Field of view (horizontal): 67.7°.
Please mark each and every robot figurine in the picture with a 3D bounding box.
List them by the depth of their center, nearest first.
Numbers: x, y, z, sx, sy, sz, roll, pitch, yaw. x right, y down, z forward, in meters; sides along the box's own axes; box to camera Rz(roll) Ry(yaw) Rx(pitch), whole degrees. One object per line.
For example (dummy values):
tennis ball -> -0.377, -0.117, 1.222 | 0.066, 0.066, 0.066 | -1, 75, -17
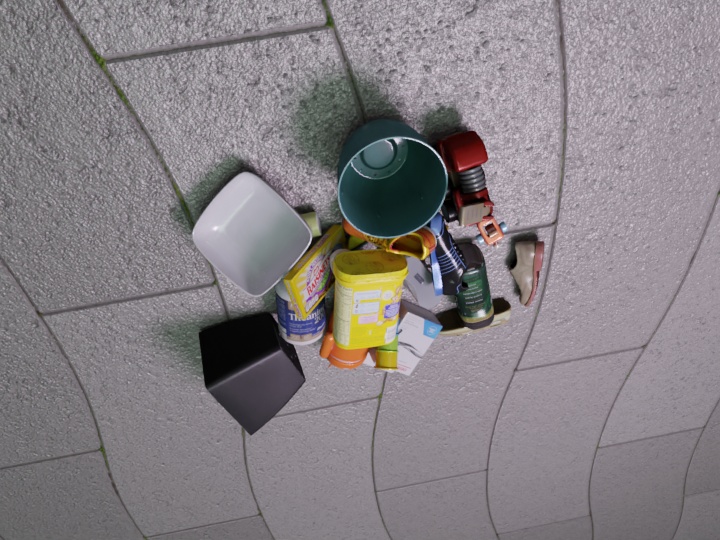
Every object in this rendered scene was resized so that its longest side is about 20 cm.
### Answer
robot figurine -> -0.024, 0.155, 1.291 | 0.116, 0.144, 0.201 | 18, 126, 2

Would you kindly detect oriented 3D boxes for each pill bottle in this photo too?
pill bottle -> -0.134, 0.060, 1.199 | 0.110, 0.111, 0.201 | -4, 128, -7

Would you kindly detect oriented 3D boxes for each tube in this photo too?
tube -> -0.182, -0.078, 1.126 | 0.198, 0.058, 0.052 | -10, 164, 4

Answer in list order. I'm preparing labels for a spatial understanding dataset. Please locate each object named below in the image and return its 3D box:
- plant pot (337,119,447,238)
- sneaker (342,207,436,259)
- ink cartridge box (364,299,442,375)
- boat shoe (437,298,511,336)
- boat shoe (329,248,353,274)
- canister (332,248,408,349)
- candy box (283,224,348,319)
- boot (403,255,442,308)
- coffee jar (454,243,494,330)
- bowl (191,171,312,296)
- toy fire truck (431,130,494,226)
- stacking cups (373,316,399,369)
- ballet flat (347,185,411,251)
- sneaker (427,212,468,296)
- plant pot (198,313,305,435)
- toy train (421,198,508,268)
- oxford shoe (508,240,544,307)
plant pot -> 0.047, -0.190, 1.008 | 0.199, 0.161, 0.202 | -5, 128, -6
sneaker -> 0.051, -0.075, 1.061 | 0.199, 0.077, 0.073 | 14, 120, 23
ink cartridge box -> 0.099, 0.185, 1.342 | 0.115, 0.067, 0.201 | 23, 108, -27
boat shoe -> 0.286, 0.131, 1.360 | 0.199, 0.073, 0.063 | -18, 129, -7
boat shoe -> 0.000, 0.000, 1.185 | 0.075, 0.093, 0.200 | -41, 126, 13
canister -> 0.014, 0.063, 1.122 | 0.147, 0.087, 0.201 | -5, 126, -14
candy box -> -0.084, -0.001, 1.119 | 0.026, 0.200, 0.103 | 6, 130, 31
boot -> 0.117, 0.003, 1.217 | 0.073, 0.096, 0.200 | -38, 135, -1
coffee jar -> 0.260, 0.042, 1.263 | 0.085, 0.105, 0.201 | -16, 128, 6
bowl -> -0.210, -0.075, 1.069 | 0.200, 0.075, 0.200 | 44, 105, -5
toy fire truck -> 0.198, -0.160, 1.005 | 0.128, 0.200, 0.177 | -19, 108, -6
stacking cups -> 0.063, 0.129, 1.256 | 0.060, 0.060, 0.202 | 3, 86, -13
ballet flat -> 0.042, -0.114, 1.133 | 0.199, 0.067, 0.067 | -30, 105, 22
sneaker -> 0.184, -0.036, 1.122 | 0.077, 0.070, 0.201 | -8, 124, 4
plant pot -> -0.245, 0.223, 1.263 | 0.177, 0.200, 0.200 | -29, 127, 0
toy train -> 0.210, -0.083, 1.157 | 0.199, 0.056, 0.151 | -24, 102, 11
oxford shoe -> 0.396, 0.005, 1.298 | 0.074, 0.071, 0.201 | 9, 132, 16
